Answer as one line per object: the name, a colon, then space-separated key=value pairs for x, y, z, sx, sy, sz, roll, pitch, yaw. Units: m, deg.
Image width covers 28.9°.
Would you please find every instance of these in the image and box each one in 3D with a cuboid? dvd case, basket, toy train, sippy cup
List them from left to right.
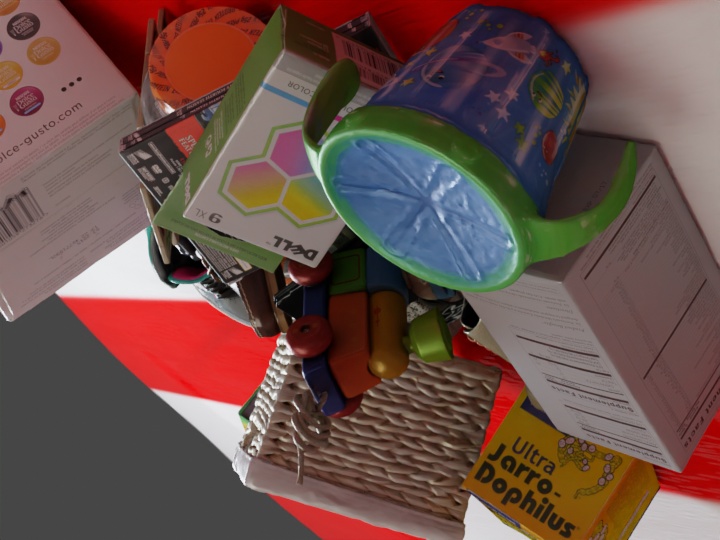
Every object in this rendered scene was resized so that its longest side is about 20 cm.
dvd case: x=-0.048 y=-0.080 z=0.985 sx=0.146 sy=0.199 sz=0.022 roll=53 pitch=-160 yaw=-37
basket: x=0.001 y=0.136 z=1.253 sx=0.199 sy=0.162 sz=0.198 roll=16 pitch=176 yaw=-7
toy train: x=0.013 y=0.061 z=0.976 sx=0.115 sy=0.200 sz=0.085 roll=-14 pitch=133 yaw=13
sippy cup: x=0.064 y=-0.079 z=0.811 sx=0.178 sy=0.131 sz=0.140 roll=37 pitch=154 yaw=-5

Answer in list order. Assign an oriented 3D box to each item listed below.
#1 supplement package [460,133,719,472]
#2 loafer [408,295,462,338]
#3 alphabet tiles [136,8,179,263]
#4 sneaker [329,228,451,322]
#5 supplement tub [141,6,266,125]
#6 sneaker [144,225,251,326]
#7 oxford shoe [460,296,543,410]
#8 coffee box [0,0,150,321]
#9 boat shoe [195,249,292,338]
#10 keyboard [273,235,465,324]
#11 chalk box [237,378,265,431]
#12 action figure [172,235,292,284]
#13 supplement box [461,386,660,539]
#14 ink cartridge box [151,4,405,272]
supplement package: x=0.157 y=0.020 z=0.906 sx=0.109 sy=0.114 sz=0.200 roll=15 pitch=150 yaw=47
loafer: x=0.000 y=0.000 z=1.220 sx=0.200 sy=0.070 sz=0.070 roll=40 pitch=153 yaw=-5
alphabet tiles: x=-0.163 y=-0.109 z=1.160 sx=0.006 sy=0.167 sz=0.200 roll=1 pitch=154 yaw=2
sneaker: x=0.016 y=-0.032 z=1.104 sx=0.088 sy=0.077 sz=0.200 roll=-6 pitch=131 yaw=30
supplement tub: x=-0.101 y=-0.107 z=1.081 sx=0.122 sy=0.123 sz=0.200 roll=34 pitch=160 yaw=15
sneaker: x=-0.153 y=-0.004 z=1.440 sx=0.200 sy=0.084 sz=0.121 roll=47 pitch=-173 yaw=-19
oxford shoe: x=0.112 y=0.036 z=1.038 sx=0.071 sy=0.074 sz=0.200 roll=-103 pitch=-4 yaw=-51
coffee box: x=-0.317 y=-0.117 z=1.277 sx=0.198 sy=0.199 sz=0.200 roll=49 pitch=166 yaw=22
boat shoe: x=-0.106 y=-0.023 z=1.199 sx=0.071 sy=0.070 sz=0.201 roll=76 pitch=178 yaw=-54
keyboard: x=0.040 y=0.005 z=1.072 sx=0.127 sy=0.021 sz=0.200 roll=35 pitch=130 yaw=-29
chalk box: x=-0.055 y=0.172 z=1.630 sx=0.124 sy=0.125 sz=0.200 roll=34 pitch=162 yaw=15
action figure: x=-0.094 y=-0.040 z=1.322 sx=0.193 sy=0.105 sz=0.200 roll=42 pitch=-168 yaw=8
supplement box: x=0.176 y=0.184 z=1.191 sx=0.109 sy=0.110 sz=0.200 roll=31 pitch=172 yaw=23
ink cartridge box: x=-0.055 y=-0.068 z=0.941 sx=0.104 sy=0.059 sz=0.200 roll=21 pitch=124 yaw=-23
